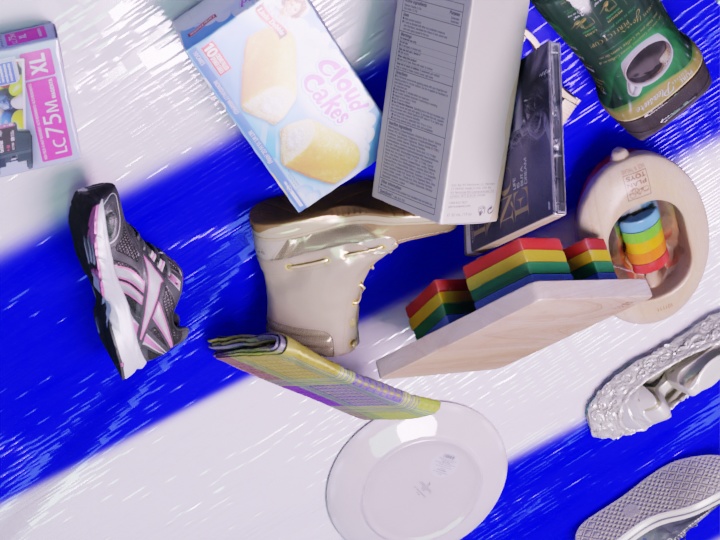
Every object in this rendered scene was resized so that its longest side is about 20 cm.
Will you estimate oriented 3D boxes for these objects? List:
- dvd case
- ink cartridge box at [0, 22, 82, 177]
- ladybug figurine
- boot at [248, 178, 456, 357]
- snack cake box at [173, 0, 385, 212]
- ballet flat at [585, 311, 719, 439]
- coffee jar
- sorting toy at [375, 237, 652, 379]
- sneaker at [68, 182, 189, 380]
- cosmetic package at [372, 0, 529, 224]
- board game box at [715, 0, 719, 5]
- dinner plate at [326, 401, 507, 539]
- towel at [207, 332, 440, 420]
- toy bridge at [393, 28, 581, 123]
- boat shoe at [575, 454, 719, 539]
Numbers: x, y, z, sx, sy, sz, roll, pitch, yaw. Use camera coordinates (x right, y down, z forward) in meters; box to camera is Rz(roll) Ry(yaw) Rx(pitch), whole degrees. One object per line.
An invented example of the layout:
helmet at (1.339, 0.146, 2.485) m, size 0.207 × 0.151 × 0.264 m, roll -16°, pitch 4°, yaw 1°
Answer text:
dvd case at (0.131, -0.103, 1.640) m, size 0.016 × 0.200 × 0.150 m, roll 2°, pitch 80°, yaw -18°
ink cartridge box at (-0.347, -0.132, 1.597) m, size 0.198 × 0.042 × 0.120 m, roll -12°, pitch 122°, yaw -9°
ladybug figurine at (0.270, -0.041, 1.827) m, size 0.135 × 0.072 × 0.201 m, roll -19°, pitch 124°, yaw -5°
boot at (0.000, 0.000, 1.761) m, size 0.198 × 0.073 × 0.157 m, roll -8°, pitch 121°, yaw -5°
snack cake box at (-0.064, -0.166, 1.650) m, size 0.114 × 0.067 × 0.200 m, roll -33°, pitch 124°, yaw 4°
ballet flat at (0.321, 0.117, 1.942) m, size 0.199 × 0.072 × 0.072 m, roll -38°, pitch 123°, yaw 8°
coffee jar at (0.238, -0.217, 1.704) m, size 0.104 × 0.085 × 0.200 m, roll -38°, pitch 123°, yaw 3°
sorting toy at (0.138, 0.032, 1.760) m, size 0.198 × 0.070 × 0.199 m, roll -28°, pitch 163°, yaw 35°
sneaker at (-0.208, -0.001, 1.707) m, size 0.086 × 0.080 × 0.201 m, roll -22°, pitch 133°, yaw -18°
cosmetic package at (0.077, -0.150, 1.628) m, size 0.073 × 0.103 × 0.202 m, roll -3°, pitch 109°, yaw -39°
board game box at (0.401, -0.312, 1.689) m, size 0.103 × 0.105 × 0.200 m, roll 32°, pitch 107°, yaw -31°
dinner plate at (0.062, 0.226, 1.949) m, size 0.198 × 0.024 × 0.202 m, roll -9°, pitch 121°, yaw -14°
towel at (-0.036, 0.102, 1.784) m, size 0.199 × 0.143 × 0.023 m, roll 25°, pitch 72°, yaw -29°
toy bridge at (0.128, -0.199, 1.715) m, size 0.199 × 0.027 × 0.067 m, roll 26°, pitch 108°, yaw -28°
boat shoe at (0.330, 0.266, 2.031) m, size 0.199 × 0.075 × 0.062 m, roll -32°, pitch 129°, yaw 9°
